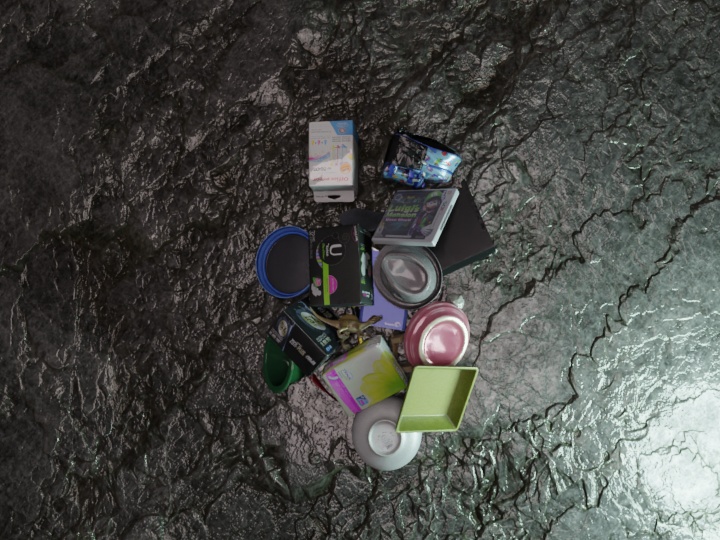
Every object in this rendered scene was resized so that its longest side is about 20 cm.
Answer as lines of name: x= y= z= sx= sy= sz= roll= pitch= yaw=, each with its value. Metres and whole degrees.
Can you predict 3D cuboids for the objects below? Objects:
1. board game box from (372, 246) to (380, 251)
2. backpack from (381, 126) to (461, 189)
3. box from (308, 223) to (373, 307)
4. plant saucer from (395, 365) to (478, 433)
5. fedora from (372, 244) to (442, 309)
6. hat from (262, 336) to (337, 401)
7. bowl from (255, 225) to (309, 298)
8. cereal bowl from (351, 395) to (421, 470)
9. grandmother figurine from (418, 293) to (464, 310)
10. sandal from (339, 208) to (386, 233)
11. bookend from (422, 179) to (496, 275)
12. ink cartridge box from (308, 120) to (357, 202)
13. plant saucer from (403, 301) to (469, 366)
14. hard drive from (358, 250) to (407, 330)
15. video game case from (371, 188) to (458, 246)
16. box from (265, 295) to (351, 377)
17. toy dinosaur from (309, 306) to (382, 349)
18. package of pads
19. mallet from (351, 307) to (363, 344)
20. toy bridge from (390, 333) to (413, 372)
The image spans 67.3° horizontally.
board game box: x=0.000 y=0.000 z=1.524 sx=0.197 sy=0.040 sz=0.155 roll=30 pitch=90 yaw=7
backpack: x=0.165 y=-0.289 z=1.465 sx=0.196 sy=0.183 sz=0.138 roll=17 pitch=96 yaw=-5
box: x=-0.051 y=-0.006 z=1.436 sx=0.145 sy=0.124 sz=0.205 roll=-5 pitch=82 yaw=18
plant saucer: x=0.193 y=0.328 z=1.426 sx=0.195 sy=0.048 sz=0.204 roll=5 pitch=111 yaw=-24
fedora: x=0.115 y=0.006 z=1.405 sx=0.199 sy=0.090 sz=0.178 roll=40 pitch=95 yaw=15
hat: x=-0.163 y=0.266 z=1.529 sx=0.173 sy=0.164 sz=0.205 roll=8 pitch=78 yaw=-38
bowl: x=-0.202 y=-0.022 z=1.530 sx=0.196 sy=0.039 sz=0.206 roll=-3 pitch=80 yaw=17
cereal bowl: x=0.069 y=0.444 z=1.468 sx=0.195 sy=0.083 sz=0.206 roll=0 pitch=85 yaw=6
grandmother figurine: x=0.207 y=0.139 z=1.489 sx=0.200 sy=0.061 sz=0.121 roll=-44 pitch=104 yaw=-2
sandal: x=0.038 y=-0.131 z=1.524 sx=0.195 sy=0.043 sz=0.078 roll=1 pitch=62 yaw=-2
bookend: x=0.240 y=-0.106 z=1.481 sx=0.197 sy=0.092 sz=0.202 roll=-25 pitch=75 yaw=12
ink cartridge box: x=-0.073 y=-0.296 z=1.509 sx=0.125 sy=0.125 sz=0.205 roll=-1 pitch=86 yaw=6
plant saucer: x=0.211 y=0.186 z=1.438 sx=0.196 sy=0.051 sz=0.206 roll=-6 pitch=107 yaw=-20
hard drive: x=0.071 y=0.054 z=1.480 sx=0.129 sy=0.025 sz=0.205 roll=7 pitch=87 yaw=6
video game case: x=0.144 y=-0.144 z=1.439 sx=0.197 sy=0.023 sz=0.184 roll=4 pitch=55 yaw=40
box: x=-0.132 y=0.167 z=1.442 sx=0.164 sy=0.200 sz=0.086 roll=44 pitch=109 yaw=7
toy dinosaur: x=-0.040 y=0.151 z=1.430 sx=0.195 sy=0.102 sz=0.059 roll=5 pitch=131 yaw=-8
package of pads: x=0.009 y=0.281 z=1.454 sx=0.197 sy=0.068 sz=0.156 roll=-29 pitch=103 yaw=15
mallet: x=0.008 y=0.183 z=1.516 sx=0.064 sy=0.041 sz=0.205 roll=-6 pitch=82 yaw=7
toy bridge: x=0.121 y=0.267 z=1.482 sx=0.066 sy=0.027 sz=0.204 roll=-14 pitch=101 yaw=42
